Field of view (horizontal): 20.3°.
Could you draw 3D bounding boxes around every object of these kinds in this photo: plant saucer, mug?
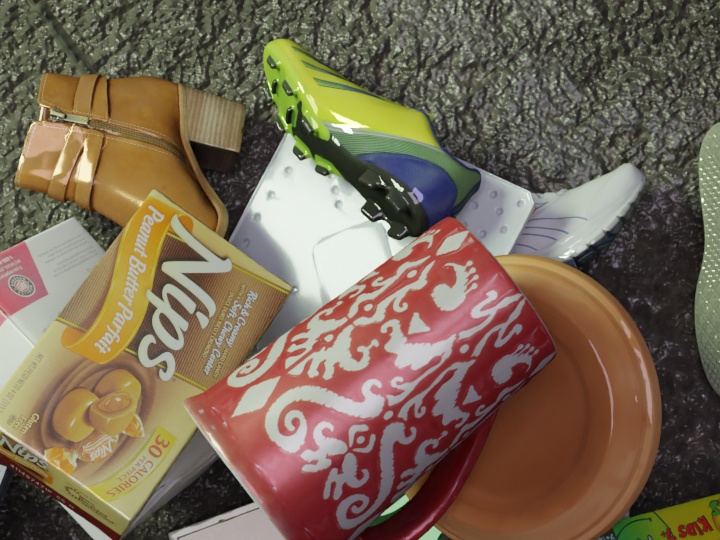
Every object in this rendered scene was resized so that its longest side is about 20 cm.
[{"bbox_3d":[0.097,0.090,1.316,0.199,0.037,0.202,0,91,27],"label":"plant saucer"},{"bbox_3d":[0.013,0.077,1.250,0.200,0.178,0.134,-39,69,-4],"label":"mug"}]

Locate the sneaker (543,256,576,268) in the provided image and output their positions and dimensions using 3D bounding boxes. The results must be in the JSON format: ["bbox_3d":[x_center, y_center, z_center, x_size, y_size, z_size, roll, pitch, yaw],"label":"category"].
[{"bbox_3d":[0.095,0.090,1.375,0.114,0.080,0.201,-2,89,19],"label":"sneaker"}]

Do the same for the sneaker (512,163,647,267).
[{"bbox_3d":[0.114,-0.026,1.441,0.199,0.075,0.087,-31,80,-2],"label":"sneaker"}]

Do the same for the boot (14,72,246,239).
[{"bbox_3d":[-0.168,-0.053,1.424,0.154,0.077,0.202,10,66,-7],"label":"boot"}]

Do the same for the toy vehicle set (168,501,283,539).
[{"bbox_3d":[-0.048,0.261,1.436,0.123,0.027,0.201,-19,84,3],"label":"toy vehicle set"}]

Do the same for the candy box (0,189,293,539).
[{"bbox_3d":[-0.145,0.060,1.303,0.115,0.055,0.201,35,61,-2],"label":"candy box"}]

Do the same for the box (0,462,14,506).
[{"bbox_3d":[-0.312,0.203,1.389,0.049,0.161,0.201,22,86,-26],"label":"box"}]

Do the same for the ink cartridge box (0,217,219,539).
[{"bbox_3d":[-0.189,0.076,1.394,0.200,0.146,0.083,46,117,5],"label":"ink cartridge box"}]

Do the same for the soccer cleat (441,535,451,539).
[{"bbox_3d":[0.102,0.278,1.405,0.068,0.073,0.201,-23,77,-33],"label":"soccer cleat"}]

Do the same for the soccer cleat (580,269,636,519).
[{"bbox_3d":[0.149,0.101,1.426,0.073,0.068,0.202,-4,86,-7],"label":"soccer cleat"}]

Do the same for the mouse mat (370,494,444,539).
[{"bbox_3d":[0.074,0.176,1.454,0.159,0.008,0.202,-5,83,1],"label":"mouse mat"}]

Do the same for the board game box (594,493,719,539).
[{"bbox_3d":[0.237,0.197,1.373,0.198,0.102,0.048,-13,58,-14],"label":"board game box"}]

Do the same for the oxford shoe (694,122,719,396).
[{"bbox_3d":[0.279,-0.007,1.439,0.057,0.075,0.202,4,85,-34],"label":"oxford shoe"}]

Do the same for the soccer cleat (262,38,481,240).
[{"bbox_3d":[0.005,-0.100,1.421,0.083,0.065,0.200,-31,58,-22],"label":"soccer cleat"}]

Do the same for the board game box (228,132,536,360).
[{"bbox_3d":[0.000,0.000,1.431,0.199,0.026,0.201,26,86,25],"label":"board game box"}]
